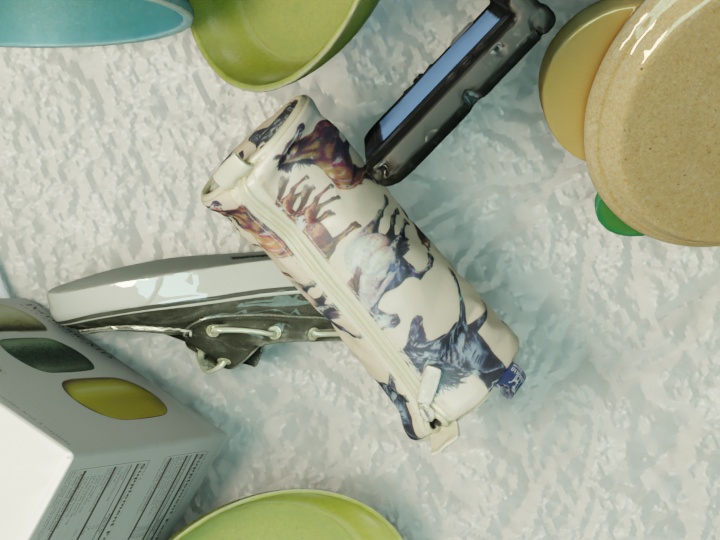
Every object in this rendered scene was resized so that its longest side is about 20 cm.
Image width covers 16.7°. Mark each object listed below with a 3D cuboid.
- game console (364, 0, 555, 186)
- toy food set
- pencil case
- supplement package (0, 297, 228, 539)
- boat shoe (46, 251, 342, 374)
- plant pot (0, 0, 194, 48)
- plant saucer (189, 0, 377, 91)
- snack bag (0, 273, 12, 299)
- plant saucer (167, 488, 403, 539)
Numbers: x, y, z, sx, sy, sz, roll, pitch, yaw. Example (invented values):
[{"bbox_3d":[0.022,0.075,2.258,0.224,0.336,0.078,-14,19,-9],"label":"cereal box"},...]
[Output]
[{"bbox_3d":[0.033,-0.150,1.262,0.116,0.200,0.176,44,96,-6],"label":"game console"},{"bbox_3d":[0.204,-0.094,1.312,0.200,0.049,0.198,-34,130,3],"label":"toy food set"},{"bbox_3d":[0.000,0.000,1.285,0.078,0.089,0.200,-35,108,19],"label":"pencil case"},{"bbox_3d":[-0.198,0.113,1.277,0.152,0.200,0.151,32,99,17],"label":"supplement package"},{"bbox_3d":[-0.071,0.024,1.352,0.200,0.071,0.064,-5,98,-2],"label":"boat shoe"},{"bbox_3d":[-0.184,-0.222,1.262,0.200,0.200,0.188,1,85,-1],"label":"plant pot"},{"bbox_3d":[-0.029,-0.190,1.269,0.031,0.200,0.200,8,100,-35],"label":"plant saucer"},{"bbox_3d":[-0.310,-0.028,1.366,0.200,0.021,0.189,-17,98,2],"label":"snack bag"},{"bbox_3d":[-0.060,0.205,1.363,0.200,0.031,0.200,-12,118,-24],"label":"plant saucer"}]
